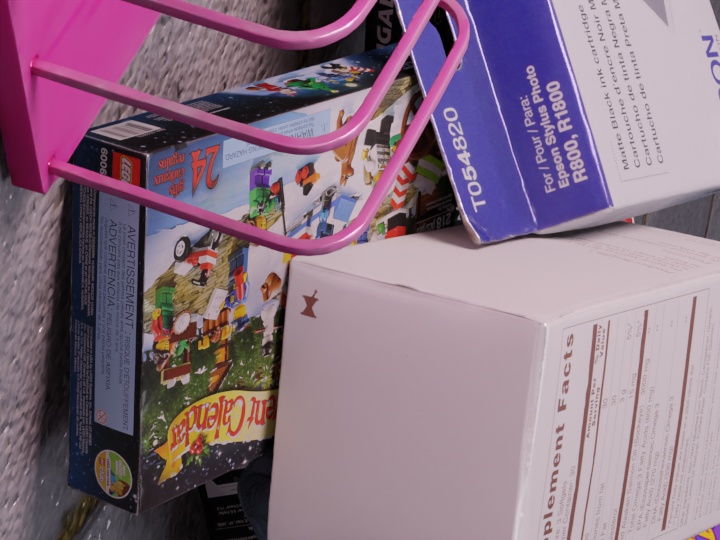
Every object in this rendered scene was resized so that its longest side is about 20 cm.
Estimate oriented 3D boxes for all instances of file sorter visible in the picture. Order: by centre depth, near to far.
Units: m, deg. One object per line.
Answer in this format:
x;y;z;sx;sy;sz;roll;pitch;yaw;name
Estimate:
-0.036;-0.124;0.677;0.201;0.124;0.140;89;23;-50;file sorter

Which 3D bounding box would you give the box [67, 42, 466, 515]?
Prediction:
-0.032;-0.003;0.857;0.199;0.037;0.138;-22;121;-50;box

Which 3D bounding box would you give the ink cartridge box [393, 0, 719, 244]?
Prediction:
0.086;-0.119;0.935;0.199;0.040;0.201;-14;85;-53;ink cartridge box

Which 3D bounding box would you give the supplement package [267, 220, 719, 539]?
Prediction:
0.069;0.050;0.885;0.199;0.116;0.119;-11;111;-53;supplement package

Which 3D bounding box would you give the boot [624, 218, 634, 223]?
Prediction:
0.107;0.054;1.088;0.144;0.072;0.202;-163;-88;-73;boot

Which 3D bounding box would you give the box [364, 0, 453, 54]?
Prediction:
0.082;-0.206;1.053;0.199;0.049;0.200;-29;131;-45;box

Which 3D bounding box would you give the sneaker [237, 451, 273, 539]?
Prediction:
-0.003;0.066;0.992;0.078;0.086;0.199;-52;163;30;sneaker

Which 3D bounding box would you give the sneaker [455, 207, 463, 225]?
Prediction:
0.028;-0.050;1.043;0.200;0.079;0.074;9;97;-62;sneaker

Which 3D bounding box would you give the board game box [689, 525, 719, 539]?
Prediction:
0.106;0.189;1.079;0.200;0.045;0.135;-51;-161;37;board game box

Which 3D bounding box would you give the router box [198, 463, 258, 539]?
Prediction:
-0.011;0.133;1.087;0.200;0.051;0.151;-29;107;-70;router box
